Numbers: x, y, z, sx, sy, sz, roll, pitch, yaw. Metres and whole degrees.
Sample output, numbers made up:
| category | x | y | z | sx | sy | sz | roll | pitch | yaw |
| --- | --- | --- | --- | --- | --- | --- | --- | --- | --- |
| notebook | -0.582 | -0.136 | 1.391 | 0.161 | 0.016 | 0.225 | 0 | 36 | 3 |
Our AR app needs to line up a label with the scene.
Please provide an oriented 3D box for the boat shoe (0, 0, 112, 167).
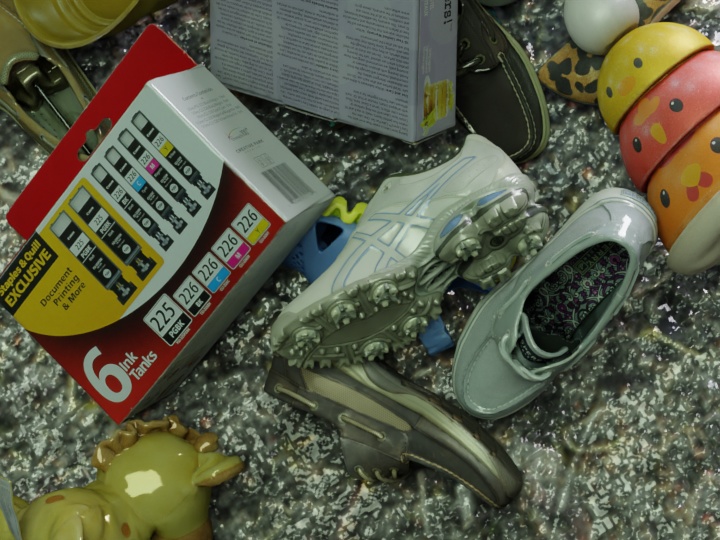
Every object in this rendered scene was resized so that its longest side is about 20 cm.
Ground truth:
| category | x | y | z | sx | sy | sz | roll | pitch | yaw |
| --- | --- | --- | --- | --- | --- | --- | --- | --- | --- |
| boat shoe | -0.235 | -0.140 | 1.779 | 0.200 | 0.076 | 0.072 | 42 | 87 | 17 |

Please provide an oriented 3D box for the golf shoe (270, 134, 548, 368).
| category | x | y | z | sx | sy | sz | roll | pitch | yaw |
| --- | --- | --- | --- | --- | --- | --- | --- | --- | --- |
| golf shoe | 0.023 | -0.012 | 1.645 | 0.199 | 0.078 | 0.098 | -30 | 52 | 5 |

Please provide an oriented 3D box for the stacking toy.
| category | x | y | z | sx | sy | sz | roll | pitch | yaw |
| --- | --- | --- | --- | --- | --- | --- | --- | --- | --- |
| stacking toy | 0.201 | -0.110 | 1.649 | 0.146 | 0.146 | 0.200 | -41 | 76 | -2 |

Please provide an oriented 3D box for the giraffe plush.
| category | x | y | z | sx | sy | sz | roll | pitch | yaw |
| --- | --- | --- | --- | --- | --- | --- | --- | --- | --- |
| giraffe plush | -0.165 | 0.168 | 1.663 | 0.172 | 0.201 | 0.162 | 38 | 52 | 27 |

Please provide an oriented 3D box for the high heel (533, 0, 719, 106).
| category | x | y | z | sx | sy | sz | roll | pitch | yaw |
| --- | --- | --- | --- | --- | --- | --- | --- | --- | --- |
| high heel | 0.181 | -0.215 | 1.723 | 0.142 | 0.071 | 0.201 | -7 | 81 | 7 |

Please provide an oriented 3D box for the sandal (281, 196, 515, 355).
| category | x | y | z | sx | sy | sz | roll | pitch | yaw |
| --- | --- | --- | --- | --- | --- | --- | --- | --- | --- |
| sandal | 0.000 | 0.000 | 1.703 | 0.199 | 0.079 | 0.088 | 14 | 83 | 15 |

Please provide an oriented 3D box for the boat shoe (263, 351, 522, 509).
| category | x | y | z | sx | sy | sz | roll | pitch | yaw |
| --- | --- | --- | --- | --- | --- | --- | --- | --- | --- |
| boat shoe | 0.020 | 0.107 | 1.681 | 0.200 | 0.074 | 0.074 | 35 | 94 | 25 |

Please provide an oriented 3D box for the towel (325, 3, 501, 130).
| category | x | y | z | sx | sy | sz | roll | pitch | yaw |
| --- | --- | --- | --- | --- | --- | --- | --- | --- | --- |
| towel | -0.008 | -0.216 | 1.785 | 0.146 | 0.022 | 0.201 | -31 | 73 | 3 |

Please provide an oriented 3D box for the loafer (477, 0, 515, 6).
| category | x | y | z | sx | sy | sz | roll | pitch | yaw |
| --- | --- | --- | --- | --- | --- | --- | --- | --- | --- |
| loafer | 0.061 | -0.280 | 1.753 | 0.075 | 0.070 | 0.200 | -31 | 77 | -27 |

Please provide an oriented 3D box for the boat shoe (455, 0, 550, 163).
| category | x | y | z | sx | sy | sz | roll | pitch | yaw |
| --- | --- | --- | --- | --- | --- | --- | --- | --- | --- |
| boat shoe | 0.057 | -0.157 | 1.710 | 0.073 | 0.065 | 0.201 | -33 | 89 | 29 |

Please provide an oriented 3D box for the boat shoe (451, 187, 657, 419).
| category | x | y | z | sx | sy | sz | roll | pitch | yaw |
| --- | --- | --- | --- | --- | --- | --- | --- | --- | --- |
| boat shoe | 0.117 | 0.032 | 1.628 | 0.070 | 0.072 | 0.201 | 36 | 122 | -3 |

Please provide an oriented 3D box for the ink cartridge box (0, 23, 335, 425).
| category | x | y | z | sx | sy | sz | roll | pitch | yaw |
| --- | --- | --- | --- | --- | --- | --- | --- | --- | --- |
| ink cartridge box | -0.149 | -0.033 | 1.678 | 0.176 | 0.084 | 0.200 | 44 | 116 | 8 |

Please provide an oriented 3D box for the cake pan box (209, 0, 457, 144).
| category | x | y | z | sx | sy | sz | roll | pitch | yaw |
| --- | --- | --- | --- | --- | --- | --- | --- | --- | --- |
| cake pan box | -0.024 | -0.196 | 1.688 | 0.199 | 0.052 | 0.185 | 18 | 118 | 37 |

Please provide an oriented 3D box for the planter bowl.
| category | x | y | z | sx | sy | sz | roll | pitch | yaw |
| --- | --- | --- | --- | --- | --- | --- | --- | --- | --- |
| planter bowl | -0.158 | -0.244 | 1.769 | 0.200 | 0.083 | 0.202 | -16 | 68 | 44 |
